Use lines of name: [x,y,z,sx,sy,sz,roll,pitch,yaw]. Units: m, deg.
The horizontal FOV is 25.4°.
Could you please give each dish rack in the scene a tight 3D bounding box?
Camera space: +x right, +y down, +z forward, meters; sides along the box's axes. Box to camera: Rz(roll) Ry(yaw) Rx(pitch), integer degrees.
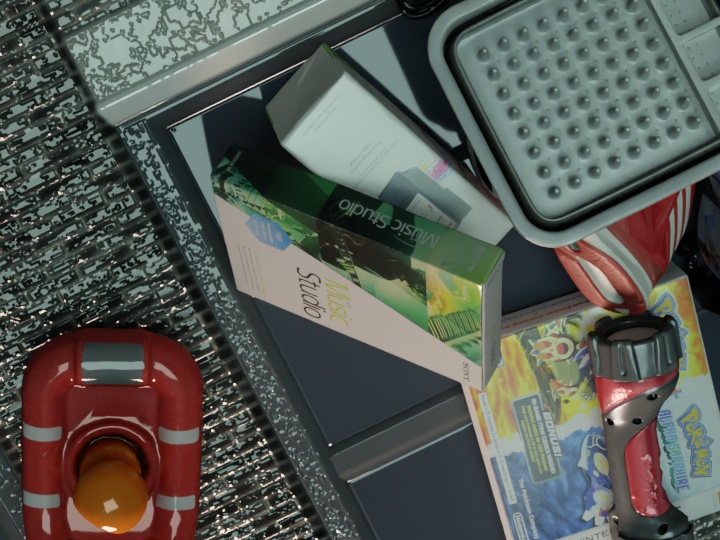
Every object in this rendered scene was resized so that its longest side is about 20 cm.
dish rack: [0.158,-0.122,1.030,0.200,0.044,0.172,-26,86,-4]

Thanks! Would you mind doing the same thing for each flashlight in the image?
flashlight: [0.212,0.132,1.170,0.068,0.068,0.201,-14,107,-7]

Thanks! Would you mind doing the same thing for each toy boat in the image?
toy boat: [-0.177,0.147,1.135,0.130,0.131,0.201,1,107,-7]

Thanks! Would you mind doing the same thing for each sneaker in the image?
sneaker: [0.167,-0.074,1.133,0.116,0.078,0.200,-53,127,-27]

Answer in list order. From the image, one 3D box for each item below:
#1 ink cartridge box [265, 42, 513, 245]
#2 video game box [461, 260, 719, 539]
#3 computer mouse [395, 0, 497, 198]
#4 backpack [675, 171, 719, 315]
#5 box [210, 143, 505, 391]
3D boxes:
ink cartridge box: [0.033,-0.061,1.107,0.200,0.117,0.067,40,98,-19]
video game box: [0.180,0.114,1.219,0.182,0.047,0.200,-19,109,-4]
computer mouse: [0.100,-0.139,1.131,0.109,0.044,0.200,-21,108,-2]
backpack: [0.341,-0.022,1.112,0.199,0.191,0.154,-9,126,-4]
box: [0.000,0.000,1.075,0.200,0.144,0.036,21,62,17]
